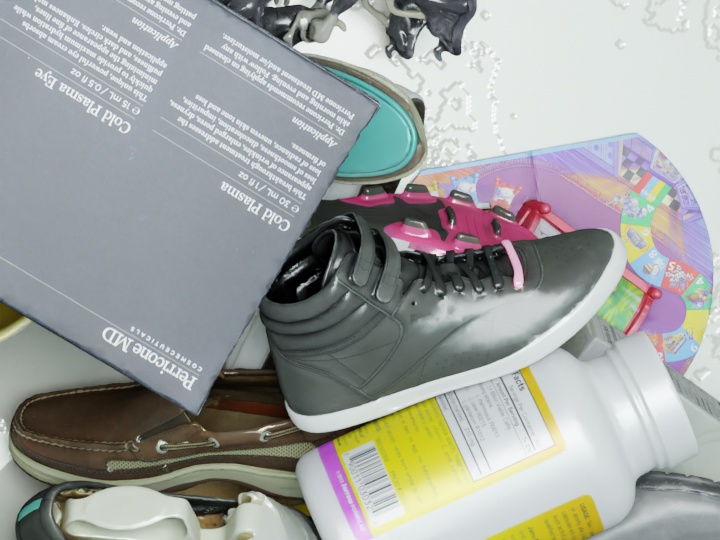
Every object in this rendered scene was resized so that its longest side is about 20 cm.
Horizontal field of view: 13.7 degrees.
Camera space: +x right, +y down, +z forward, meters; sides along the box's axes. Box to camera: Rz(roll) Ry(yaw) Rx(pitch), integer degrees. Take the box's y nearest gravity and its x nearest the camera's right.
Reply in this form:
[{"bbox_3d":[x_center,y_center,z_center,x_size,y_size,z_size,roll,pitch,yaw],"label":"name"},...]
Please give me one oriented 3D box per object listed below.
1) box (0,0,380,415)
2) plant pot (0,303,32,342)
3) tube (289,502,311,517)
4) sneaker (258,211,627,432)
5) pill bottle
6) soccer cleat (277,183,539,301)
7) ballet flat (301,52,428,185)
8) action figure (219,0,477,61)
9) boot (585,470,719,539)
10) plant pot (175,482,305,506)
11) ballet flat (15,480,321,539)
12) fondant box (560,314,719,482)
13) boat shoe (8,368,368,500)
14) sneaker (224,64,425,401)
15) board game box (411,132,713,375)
[{"bbox_3d":[-0.126,-0.057,1.496,0.200,0.104,0.182,32,86,-11],"label":"box"},{"bbox_3d":[-0.242,-0.057,1.599,0.200,0.142,0.200,-1,94,-11],"label":"plant pot"},{"bbox_3d":[-0.074,0.171,1.672,0.200,0.050,0.078,-9,102,-16],"label":"tube"},{"bbox_3d":[0.037,0.007,1.554,0.200,0.071,0.099,-23,127,6],"label":"sneaker"},{"bbox_3d":[0.074,0.106,1.582,0.200,0.104,0.104,-24,98,0],"label":"pill bottle"},{"bbox_3d":[0.000,0.000,1.626,0.200,0.070,0.086,6,118,-16],"label":"soccer cleat"},{"bbox_3d":[-0.053,-0.091,1.630,0.200,0.062,0.068,11,99,14],"label":"ballet flat"},{"bbox_3d":[-0.042,-0.166,1.647,0.200,0.119,0.102,3,96,-17],"label":"action figure"},{"bbox_3d":[0.119,0.185,1.632,0.200,0.070,0.132,-7,64,10],"label":"boot"},{"bbox_3d":[-0.108,0.196,1.700,0.200,0.027,0.200,-1,93,-11],"label":"plant pot"},{"bbox_3d":[-0.086,0.149,1.613,0.200,0.068,0.068,6,60,-11],"label":"ballet flat"},{"bbox_3d":[0.167,0.139,1.717,0.200,0.058,0.144,35,104,-10],"label":"fondant box"},{"bbox_3d":[-0.095,0.077,1.644,0.202,0.075,0.075,0,131,3],"label":"boat shoe"},{"bbox_3d":[-0.039,-0.025,1.691,0.085,0.073,0.200,29,97,23],"label":"sneaker"},{"bbox_3d":[0.114,0.009,1.725,0.200,0.039,0.158,-10,95,-10],"label":"board game box"}]
